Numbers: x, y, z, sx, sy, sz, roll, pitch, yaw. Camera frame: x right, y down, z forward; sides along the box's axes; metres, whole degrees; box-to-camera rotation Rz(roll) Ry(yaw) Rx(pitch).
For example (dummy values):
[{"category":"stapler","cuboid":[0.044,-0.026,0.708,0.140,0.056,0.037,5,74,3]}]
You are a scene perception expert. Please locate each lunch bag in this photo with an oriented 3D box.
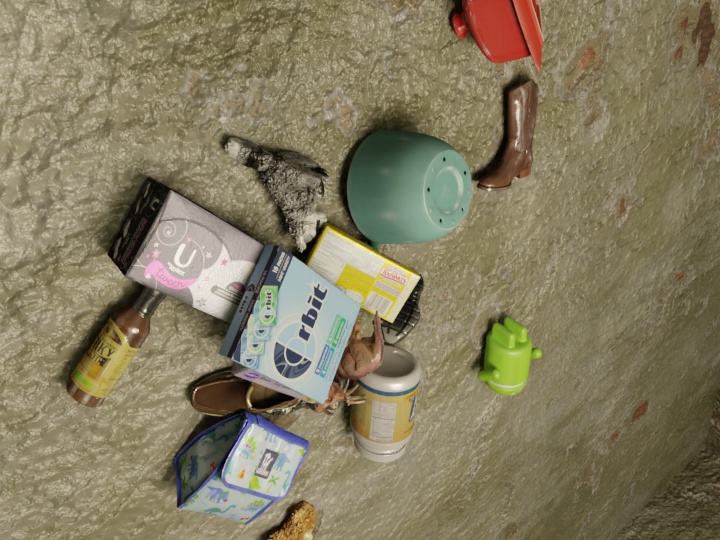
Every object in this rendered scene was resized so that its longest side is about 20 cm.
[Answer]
[{"category":"lunch bag","cuboid":[-0.209,0.349,0.968,0.199,0.129,0.169,-43,132,11]}]

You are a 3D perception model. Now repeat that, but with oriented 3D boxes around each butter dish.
[{"category":"butter dish","cuboid":[0.229,-0.455,0.934,0.200,0.143,0.206,50,39,-40]}]

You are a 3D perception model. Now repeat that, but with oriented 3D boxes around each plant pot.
[{"category":"plant pot","cuboid":[0.098,-0.141,0.936,0.195,0.158,0.210,-9,104,-39]}]

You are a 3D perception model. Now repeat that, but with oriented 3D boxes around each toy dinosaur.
[{"category":"toy dinosaur","cuboid":[-0.005,0.165,0.955,0.084,0.139,0.200,23,127,-33]}]

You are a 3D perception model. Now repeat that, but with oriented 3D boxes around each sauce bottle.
[{"category":"sauce bottle","cuboid":[-0.363,0.105,0.810,0.064,0.064,0.204,34,87,-40]}]

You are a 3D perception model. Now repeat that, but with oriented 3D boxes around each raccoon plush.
[{"category":"raccoon plush","cuboid":[-0.139,-0.123,0.877,0.194,0.098,0.137,22,114,-10]}]

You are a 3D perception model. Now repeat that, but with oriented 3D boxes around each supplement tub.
[{"category":"supplement tub","cuboid":[0.050,0.281,1.135,0.140,0.144,0.208,-10,117,-31]}]

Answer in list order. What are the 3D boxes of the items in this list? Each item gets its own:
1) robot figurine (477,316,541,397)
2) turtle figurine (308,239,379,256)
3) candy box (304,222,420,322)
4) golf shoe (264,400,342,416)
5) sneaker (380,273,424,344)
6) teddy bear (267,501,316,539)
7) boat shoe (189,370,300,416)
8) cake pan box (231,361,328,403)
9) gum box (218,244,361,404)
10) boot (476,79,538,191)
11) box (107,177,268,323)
[{"category":"robot figurine","cuboid":[0.372,0.226,1.361,0.171,0.115,0.207,-19,121,-30]},{"category":"turtle figurine","cuboid":[0.000,0.000,1.006,0.196,0.100,0.154,23,95,-33]},{"category":"candy box","cuboid":[0.000,0.007,0.940,0.195,0.027,0.104,27,105,-19]},{"category":"golf shoe","cuboid":[-0.131,0.237,1.028,0.192,0.088,0.081,8,81,-12]},{"category":"sneaker","cuboid":[0.085,0.086,1.071,0.202,0.073,0.081,-59,165,-51]},{"category":"teddy bear","cuboid":[-0.164,0.616,1.187,0.198,0.066,0.148,-37,130,-15]},{"category":"boat shoe","cuboid":[-0.198,0.212,0.934,0.194,0.075,0.078,-4,82,-13]},{"category":"cake pan box","cuboid":[-0.125,0.104,0.920,0.183,0.051,0.207,36,46,-42]},{"category":"gum box","cuboid":[-0.100,0.088,0.828,0.199,0.044,0.175,37,69,-41]},{"category":"boot","cuboid":[0.307,-0.283,1.112,0.184,0.063,0.207,-30,130,-38]},{"category":"box","cuboid":[-0.244,-0.022,0.793,0.198,0.113,0.136,32,84,-40]}]
